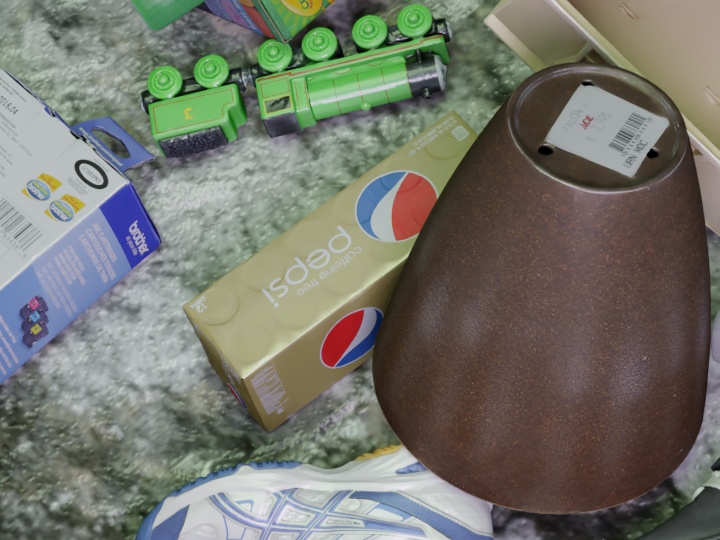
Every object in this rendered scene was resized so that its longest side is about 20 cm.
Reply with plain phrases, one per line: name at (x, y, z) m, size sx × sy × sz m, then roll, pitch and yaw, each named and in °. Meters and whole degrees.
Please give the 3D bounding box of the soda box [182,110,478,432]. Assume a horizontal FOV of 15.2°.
soda box at (0.000, 0.000, 1.554) m, size 0.200 × 0.064 × 0.068 m, roll -36°, pitch 56°, yaw -10°

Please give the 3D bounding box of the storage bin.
storage bin at (0.210, -0.154, 1.528) m, size 0.199 × 0.094 × 0.200 m, roll 43°, pitch 71°, yaw -7°

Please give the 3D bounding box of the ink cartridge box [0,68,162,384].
ink cartridge box at (-0.217, -0.028, 1.619) m, size 0.200 × 0.076 × 0.136 m, roll -42°, pitch 58°, yaw -12°

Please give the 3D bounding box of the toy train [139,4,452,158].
toy train at (-0.038, -0.114, 1.654) m, size 0.199 × 0.042 × 0.057 m, roll -13°, pitch 65°, yaw 6°

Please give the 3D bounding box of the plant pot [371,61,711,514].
plant pot at (0.109, -0.007, 1.417) m, size 0.186 × 0.200 × 0.187 m, roll 4°, pitch 48°, yaw -5°

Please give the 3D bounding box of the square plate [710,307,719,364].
square plate at (0.255, -0.036, 1.392) m, size 0.028 × 0.200 × 0.199 m, roll 31°, pitch 86°, yaw -11°

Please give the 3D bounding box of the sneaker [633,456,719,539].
sneaker at (0.218, 0.114, 1.423) m, size 0.199 × 0.074 × 0.089 m, roll -19°, pitch 55°, yaw -11°

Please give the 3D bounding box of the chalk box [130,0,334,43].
chalk box at (-0.065, -0.230, 1.664) m, size 0.200 × 0.125 × 0.124 m, roll -44°, pitch 35°, yaw -15°

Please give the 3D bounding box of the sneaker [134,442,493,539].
sneaker at (-0.026, 0.152, 1.455) m, size 0.199 × 0.075 × 0.088 m, roll -12°, pitch 56°, yaw 7°
